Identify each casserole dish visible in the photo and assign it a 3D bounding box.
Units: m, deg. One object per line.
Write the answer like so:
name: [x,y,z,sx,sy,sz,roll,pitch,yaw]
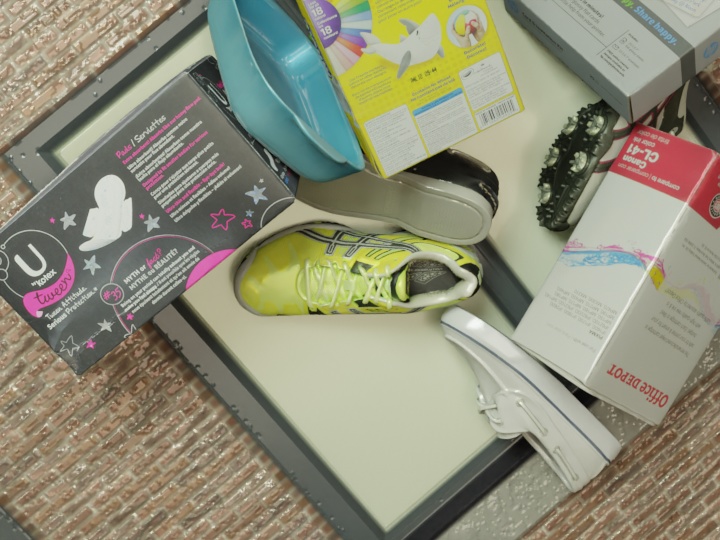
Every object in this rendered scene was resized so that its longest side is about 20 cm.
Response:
casserole dish: [-0.059,-0.135,0.805,0.039,0.200,0.121,-38,132,17]

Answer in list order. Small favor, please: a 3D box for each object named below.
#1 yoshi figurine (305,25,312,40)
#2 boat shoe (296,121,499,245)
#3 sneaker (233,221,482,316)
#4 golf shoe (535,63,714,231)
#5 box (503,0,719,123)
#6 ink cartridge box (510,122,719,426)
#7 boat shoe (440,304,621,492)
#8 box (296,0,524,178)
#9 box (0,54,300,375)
yoshi figurine: [0.009,-0.209,0.841,0.112,0.112,0.200,-26,100,1]
boat shoe: [0.013,-0.082,0.883,0.200,0.060,0.074,17,137,5]
sneaker: [0.000,0.000,0.886,0.200,0.076,0.076,-8,102,-8]
golf shoe: [0.215,-0.112,0.910,0.088,0.077,0.200,27,93,-19]
box: [0.233,-0.227,0.865,0.200,0.041,0.156,-36,60,-4]
ink cartridge box: [0.229,0.007,0.896,0.148,0.086,0.200,29,94,-48]
boat shoe: [0.131,0.109,0.929,0.200,0.074,0.065,42,85,-13]
box: [0.024,-0.174,0.762,0.117,0.048,0.200,-26,123,-1]
box: [-0.153,-0.046,0.807,0.200,0.132,0.115,-38,103,10]
